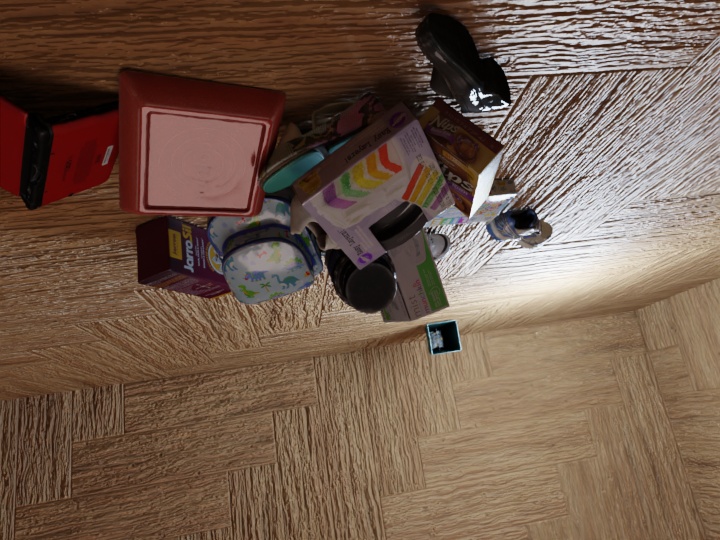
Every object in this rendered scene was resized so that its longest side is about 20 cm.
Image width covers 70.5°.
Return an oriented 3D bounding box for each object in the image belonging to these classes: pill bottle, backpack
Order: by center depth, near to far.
[{"bbox_3d":[-0.163,-0.052,0.868,0.181,0.148,0.201,-16,133,4],"label":"backpack"},{"bbox_3d":[0.000,0.000,0.901,0.110,0.113,0.200,-7,-162,-8],"label":"pill bottle"}]

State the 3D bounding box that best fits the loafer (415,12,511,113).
[{"bbox_3d":[0.117,-0.239,0.626,0.072,0.074,0.199,-16,161,35],"label":"loafer"}]

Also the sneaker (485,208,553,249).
[{"bbox_3d":[0.393,-0.102,1.198,0.198,0.078,0.085,1,156,-31],"label":"sneaker"}]

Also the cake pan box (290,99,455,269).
[{"bbox_3d":[0.027,-0.106,0.719,0.183,0.053,0.200,-32,144,6],"label":"cake pan box"}]

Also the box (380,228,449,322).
[{"bbox_3d":[0.080,-0.001,1.060,0.096,0.203,0.176,-18,178,-17],"label":"box"}]

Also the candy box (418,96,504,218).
[{"bbox_3d":[0.143,-0.161,0.769,0.057,0.116,0.200,-47,166,-4],"label":"candy box"}]

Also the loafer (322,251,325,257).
[{"bbox_3d":[-0.062,-0.070,1.085,0.070,0.074,0.200,-22,166,7],"label":"loafer"}]

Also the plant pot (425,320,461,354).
[{"bbox_3d":[0.384,0.326,2.452,0.139,0.143,0.200,-8,170,-3],"label":"plant pot"}]

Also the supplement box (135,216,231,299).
[{"bbox_3d":[-0.334,-0.020,1.006,0.085,0.112,0.199,-17,161,23],"label":"supplement box"}]

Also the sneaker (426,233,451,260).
[{"bbox_3d":[0.116,-0.039,1.254,0.114,0.076,0.199,10,149,-45],"label":"sneaker"}]

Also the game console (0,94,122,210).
[{"bbox_3d":[-0.406,-0.175,0.636,0.172,0.119,0.199,-36,-176,-40],"label":"game console"}]

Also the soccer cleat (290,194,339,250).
[{"bbox_3d":[-0.026,-0.065,0.826,0.198,0.088,0.070,17,166,-28],"label":"soccer cleat"}]

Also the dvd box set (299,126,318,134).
[{"bbox_3d":[-0.018,-0.150,0.811,0.144,0.030,0.201,-6,150,2],"label":"dvd box set"}]

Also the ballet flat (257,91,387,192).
[{"bbox_3d":[-0.058,-0.178,0.692,0.198,0.072,0.069,-27,170,4],"label":"ballet flat"}]

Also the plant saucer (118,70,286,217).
[{"bbox_3d":[-0.206,-0.144,0.667,0.197,0.037,0.201,-2,136,-27],"label":"plant saucer"}]

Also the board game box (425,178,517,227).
[{"bbox_3d":[0.202,-0.136,1.052,0.197,0.035,0.135,-6,163,-10],"label":"board game box"}]
